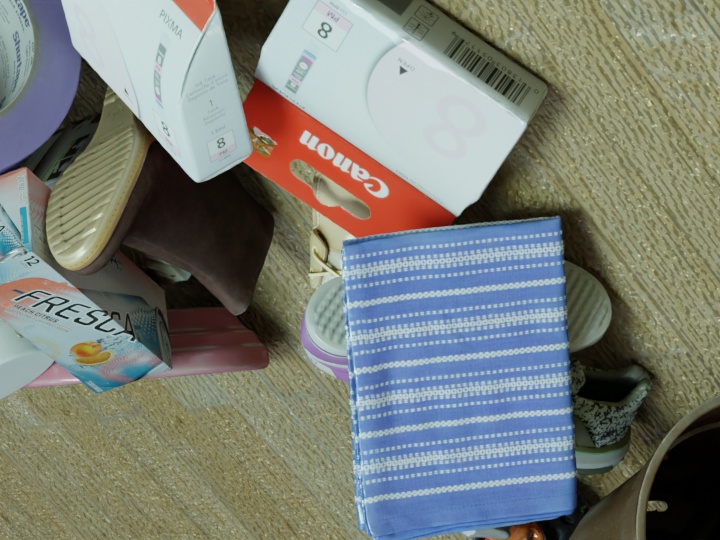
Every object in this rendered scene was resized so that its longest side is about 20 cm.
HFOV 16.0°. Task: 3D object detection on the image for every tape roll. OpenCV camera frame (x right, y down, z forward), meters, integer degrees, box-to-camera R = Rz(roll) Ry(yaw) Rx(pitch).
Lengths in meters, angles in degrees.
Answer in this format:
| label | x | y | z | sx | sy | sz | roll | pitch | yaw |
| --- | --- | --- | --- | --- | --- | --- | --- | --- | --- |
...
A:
| label | x | y | z | sx | sy | sz | roll | pitch | yaw |
| --- | --- | --- | --- | --- | --- | --- | --- | --- | --- |
| tape roll | -0.292 | -0.143 | 1.691 | 0.200 | 0.200 | 0.085 | 41 | 148 | -11 |

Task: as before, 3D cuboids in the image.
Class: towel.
| label | x | y | z | sx | sy | sz | roll | pitch | yaw |
| --- | --- | --- | --- | --- | --- | --- | --- | --- | --- |
| towel | 0.063 | 0.070 | 1.612 | 0.024 | 0.145 | 0.200 | -121 | 26 | -74 |

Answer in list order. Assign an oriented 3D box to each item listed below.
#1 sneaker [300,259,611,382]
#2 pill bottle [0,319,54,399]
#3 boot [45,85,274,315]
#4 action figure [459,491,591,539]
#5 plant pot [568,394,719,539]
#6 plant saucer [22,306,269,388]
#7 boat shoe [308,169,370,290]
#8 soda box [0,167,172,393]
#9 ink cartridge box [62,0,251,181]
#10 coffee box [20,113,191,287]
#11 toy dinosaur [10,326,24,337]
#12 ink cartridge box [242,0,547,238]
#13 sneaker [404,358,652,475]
| label | x | y | z | sx | sy | sz | roll | pitch | yaw |
| --- | --- | --- | --- | --- | --- | --- | --- | --- | --- |
| sneaker | 0.060 | 0.036 | 1.683 | 0.200 | 0.073 | 0.114 | 0 | 161 | -4 |
| pill bottle | -0.299 | -0.006 | 1.801 | 0.200 | 0.114 | 0.114 | 61 | 152 | 13 |
| boot | -0.123 | -0.028 | 1.702 | 0.072 | 0.200 | 0.166 | -22 | 123 | 29 |
| action figure | 0.124 | 0.227 | 1.821 | 0.105 | 0.193 | 0.200 | -1 | 104 | 28 |
| plant pot | 0.234 | 0.194 | 1.675 | 0.200 | 0.200 | 0.198 | 38 | 157 | -5 |
| plant saucer | -0.169 | 0.057 | 1.902 | 0.200 | 0.200 | 0.051 | -7 | 87 | 48 |
| boat shoe | 0.000 | 0.000 | 1.732 | 0.074 | 0.069 | 0.200 | 17 | 144 | 28 |
| soda box | -0.200 | 0.010 | 1.716 | 0.064 | 0.068 | 0.200 | -18 | 149 | 17 |
| ink cartridge box | -0.140 | -0.173 | 1.578 | 0.163 | 0.057 | 0.200 | 48 | 164 | 36 |
| coffee box | -0.198 | -0.041 | 1.856 | 0.113 | 0.080 | 0.200 | 47 | 147 | -21 |
| toy dinosaur | -0.283 | -0.047 | 1.736 | 0.047 | 0.088 | 0.200 | 136 | 123 | -63 |
| ink cartridge box | 0.004 | -0.087 | 1.592 | 0.163 | 0.057 | 0.200 | 34 | 131 | 0 |
| sneaker | 0.109 | 0.084 | 1.685 | 0.089 | 0.200 | 0.077 | -57 | 46 | 39 |
